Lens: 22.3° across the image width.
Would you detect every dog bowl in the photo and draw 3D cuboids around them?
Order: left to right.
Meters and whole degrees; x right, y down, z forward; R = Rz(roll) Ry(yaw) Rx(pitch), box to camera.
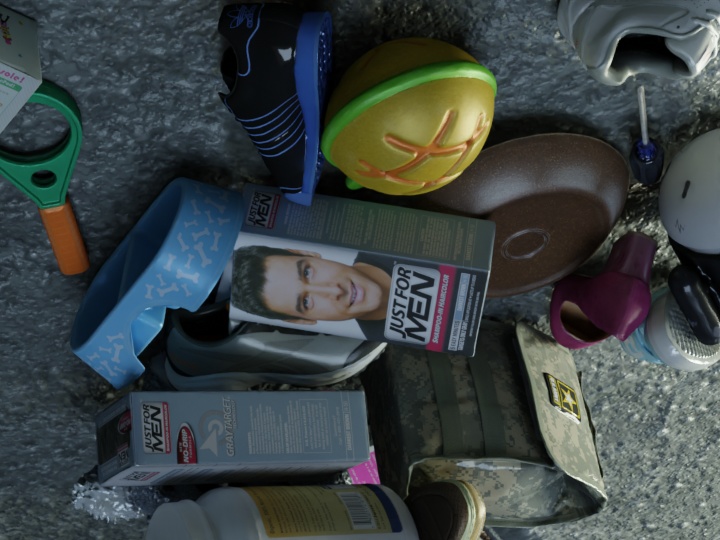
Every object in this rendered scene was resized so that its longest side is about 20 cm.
[{"bbox_3d":[-0.163,0.007,1.423,0.049,0.112,0.200,28,127,-21],"label":"dog bowl"}]

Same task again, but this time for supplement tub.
[{"bbox_3d":[-0.064,0.246,1.472,0.199,0.145,0.145,2,138,-26],"label":"supplement tub"}]

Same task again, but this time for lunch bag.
[{"bbox_3d":[0.115,0.131,1.587,0.198,0.165,0.118,3,139,-15],"label":"lunch bag"}]

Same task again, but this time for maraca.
[{"bbox_3d":[0.037,-0.106,1.348,0.136,0.108,0.200,-18,165,-1],"label":"maraca"}]

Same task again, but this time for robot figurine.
[{"bbox_3d":[0.319,-0.024,1.480,0.124,0.151,0.200,-19,127,23],"label":"robot figurine"}]

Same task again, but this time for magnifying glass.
[{"bbox_3d":[-0.239,-0.068,1.383,0.079,0.022,0.201,-11,138,-2],"label":"magnifying glass"}]

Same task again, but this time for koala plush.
[{"bbox_3d":[-0.150,0.183,1.588,0.200,0.183,0.178,39,76,-35],"label":"koala plush"}]

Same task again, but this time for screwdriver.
[{"bbox_3d":[0.215,-0.102,1.397,0.029,0.028,0.200,-45,162,1],"label":"screwdriver"}]

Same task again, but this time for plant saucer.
[{"bbox_3d":[0.130,-0.033,1.481,0.199,0.037,0.201,-13,148,-8],"label":"plant saucer"}]

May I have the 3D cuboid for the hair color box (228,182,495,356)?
[{"bbox_3d":[0.000,0.000,1.431,0.198,0.061,0.099,9,135,2],"label":"hair color box"}]

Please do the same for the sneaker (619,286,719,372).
[{"bbox_3d":[0.257,0.058,1.543,0.082,0.074,0.200,-33,175,20],"label":"sneaker"}]

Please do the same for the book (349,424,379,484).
[{"bbox_3d":[0.032,0.193,1.734,0.199,0.048,0.134,-19,137,6],"label":"book"}]

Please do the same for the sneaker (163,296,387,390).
[{"bbox_3d":[-0.067,0.052,1.504,0.198,0.074,0.080,-11,135,-2],"label":"sneaker"}]

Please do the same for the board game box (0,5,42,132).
[{"bbox_3d":[-0.336,-0.116,1.268,0.147,0.065,0.200,22,130,-35],"label":"board game box"}]

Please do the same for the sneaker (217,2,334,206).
[{"bbox_3d":[-0.063,-0.124,1.334,0.077,0.071,0.201,11,144,6],"label":"sneaker"}]

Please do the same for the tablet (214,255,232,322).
[{"bbox_3d":[-0.057,0.020,1.534,0.129,0.014,0.201,2,138,-17],"label":"tablet"}]

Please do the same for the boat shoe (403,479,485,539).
[{"bbox_3d":[0.067,0.228,1.524,0.076,0.072,0.200,-3,152,-25],"label":"boat shoe"}]

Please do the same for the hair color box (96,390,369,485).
[{"bbox_3d":[-0.104,0.135,1.473,0.199,0.061,0.099,1,164,-25],"label":"hair color box"}]

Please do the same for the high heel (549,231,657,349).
[{"bbox_3d":[0.191,0.046,1.536,0.067,0.097,0.200,22,153,1],"label":"high heel"}]

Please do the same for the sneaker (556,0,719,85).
[{"bbox_3d":[0.246,-0.182,1.310,0.199,0.100,0.078,-22,139,11],"label":"sneaker"}]
